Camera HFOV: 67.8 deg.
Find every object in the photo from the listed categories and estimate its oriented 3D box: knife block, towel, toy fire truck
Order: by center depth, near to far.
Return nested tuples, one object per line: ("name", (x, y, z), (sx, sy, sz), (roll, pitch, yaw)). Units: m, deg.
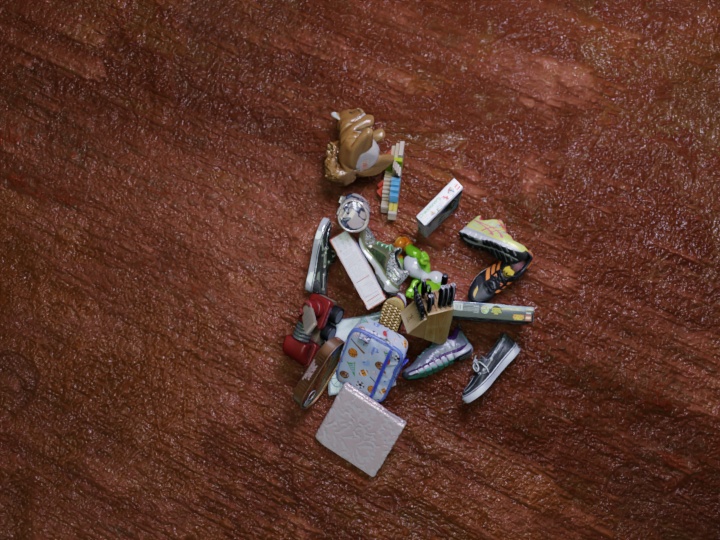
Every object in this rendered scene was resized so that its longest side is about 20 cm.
("knife block", (0.190, 0.089, 1.282), (0.175, 0.198, 0.065), (-41, 48, 27))
("toy fire truck", (-0.131, 0.152, 1.338), (0.127, 0.199, 0.179), (24, 92, 25))
("towel", (-0.002, 0.409, 1.374), (0.189, 0.032, 0.203), (30, 116, 6))

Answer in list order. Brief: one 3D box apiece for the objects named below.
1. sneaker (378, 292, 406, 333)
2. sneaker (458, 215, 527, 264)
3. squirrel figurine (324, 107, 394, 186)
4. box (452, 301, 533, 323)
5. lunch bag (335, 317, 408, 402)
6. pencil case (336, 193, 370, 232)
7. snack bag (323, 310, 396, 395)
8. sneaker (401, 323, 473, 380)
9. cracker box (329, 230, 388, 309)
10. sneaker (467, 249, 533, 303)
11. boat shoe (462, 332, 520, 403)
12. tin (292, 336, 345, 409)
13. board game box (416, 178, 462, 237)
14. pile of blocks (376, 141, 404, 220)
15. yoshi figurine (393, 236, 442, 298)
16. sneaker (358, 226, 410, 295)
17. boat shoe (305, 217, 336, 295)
("sneaker", (0.073, 0.153, 1.386), (0.074, 0.090, 0.203), (27, 112, 11))
("sneaker", (0.343, -0.088, 1.348), (0.091, 0.079, 0.199), (-47, 47, -12))
("squirrel figurine", (-0.034, -0.326, 1.391), (0.199, 0.140, 0.189), (-40, 54, 21))
("box", (0.319, 0.107, 1.340), (0.195, 0.137, 0.041), (4, 83, 7))
("lunch bag", (0.031, 0.224, 1.331), (0.158, 0.076, 0.203), (28, 124, 11))
("pencil case", (-0.019, -0.148, 1.358), (0.087, 0.200, 0.080), (15, 102, -3))
("snack bag", (-0.009, 0.220, 1.429), (0.184, 0.021, 0.205), (-10, 83, 5))
("sneaker", (0.189, 0.215, 1.393), (0.196, 0.075, 0.089), (-23, 66, -2))
("cracker box", (0.000, 0.000, 1.383), (0.057, 0.134, 0.203), (-29, 85, 4))
("sneaker", (0.355, 0.013, 1.365), (0.199, 0.090, 0.070), (-39, 84, 2))
("boat shoe", (0.318, 0.246, 1.364), (0.068, 0.074, 0.200), (43, 92, 2))
("tin", (-0.102, 0.260, 1.368), (0.042, 0.112, 0.202), (33, 92, 25))
("board game box", (0.196, -0.150, 1.337), (0.126, 0.200, 0.035), (-45, 81, 1))
("pile of blocks", (0.076, -0.239, 1.414), (0.061, 0.082, 0.205), (6, 88, 6))
("yoshi figurine", (0.146, 0.013, 1.363), (0.112, 0.113, 0.200), (-43, 71, -8))
("sneaker", (0.067, -0.040, 1.359), (0.088, 0.076, 0.202), (-38, 67, 21))
("boat shoe", (-0.096, -0.037, 1.431), (0.062, 0.071, 0.205), (12, 96, 7))
